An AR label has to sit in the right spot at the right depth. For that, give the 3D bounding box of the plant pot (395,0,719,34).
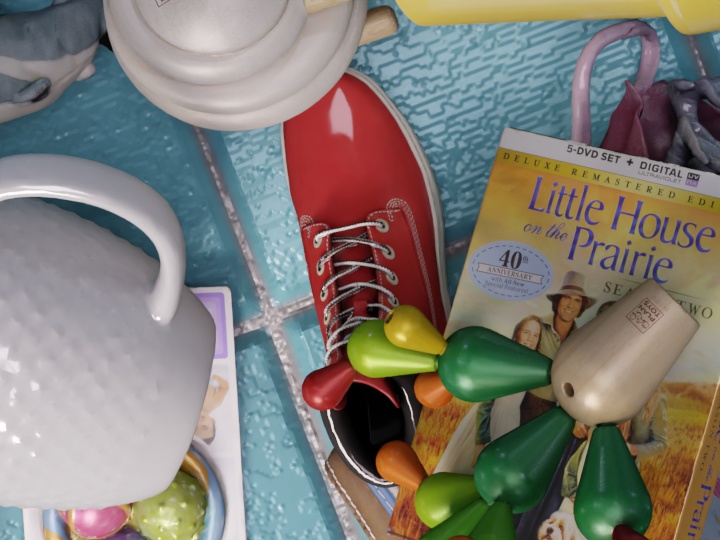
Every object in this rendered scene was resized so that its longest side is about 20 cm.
[{"bbox_3d":[0.102,-0.200,1.277,0.188,0.201,0.201,-13,98,17],"label":"plant pot"}]

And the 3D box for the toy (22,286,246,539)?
[{"bbox_3d":[-0.118,0.111,1.377,0.115,0.047,0.201,-3,97,1],"label":"toy"}]

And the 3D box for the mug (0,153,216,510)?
[{"bbox_3d":[-0.155,0.022,1.261,0.175,0.148,0.200,17,132,-13],"label":"mug"}]

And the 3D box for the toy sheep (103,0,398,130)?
[{"bbox_3d":[-0.057,-0.130,1.273,0.137,0.200,0.138,-2,78,8],"label":"toy sheep"}]

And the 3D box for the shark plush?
[{"bbox_3d":[-0.178,-0.115,1.323,0.199,0.091,0.084,-16,102,-1],"label":"shark plush"}]

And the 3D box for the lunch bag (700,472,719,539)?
[{"bbox_3d":[0.156,0.201,1.327,0.127,0.170,0.200,-18,98,21],"label":"lunch bag"}]

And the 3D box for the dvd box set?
[{"bbox_3d":[0.104,0.045,1.233,0.146,0.029,0.201,16,88,32],"label":"dvd box set"}]

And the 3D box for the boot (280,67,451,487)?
[{"bbox_3d":[0.000,0.000,1.312,0.072,0.144,0.201,-15,94,13],"label":"boot"}]

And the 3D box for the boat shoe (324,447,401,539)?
[{"bbox_3d":[0.033,0.174,1.377,0.072,0.072,0.200,-34,93,11],"label":"boat shoe"}]

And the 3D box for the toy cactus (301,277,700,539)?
[{"bbox_3d":[0.075,0.067,1.183,0.165,0.102,0.200,-46,53,3],"label":"toy cactus"}]

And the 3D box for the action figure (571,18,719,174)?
[{"bbox_3d":[0.114,-0.003,1.339,0.149,0.134,0.200,47,124,25],"label":"action figure"}]
